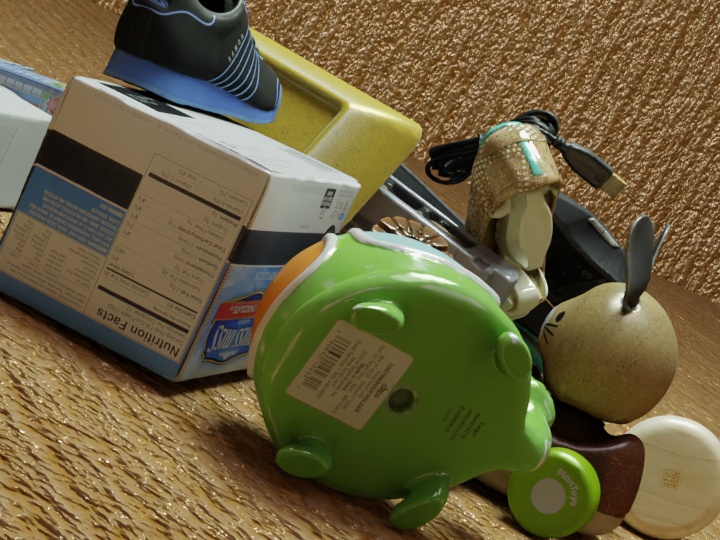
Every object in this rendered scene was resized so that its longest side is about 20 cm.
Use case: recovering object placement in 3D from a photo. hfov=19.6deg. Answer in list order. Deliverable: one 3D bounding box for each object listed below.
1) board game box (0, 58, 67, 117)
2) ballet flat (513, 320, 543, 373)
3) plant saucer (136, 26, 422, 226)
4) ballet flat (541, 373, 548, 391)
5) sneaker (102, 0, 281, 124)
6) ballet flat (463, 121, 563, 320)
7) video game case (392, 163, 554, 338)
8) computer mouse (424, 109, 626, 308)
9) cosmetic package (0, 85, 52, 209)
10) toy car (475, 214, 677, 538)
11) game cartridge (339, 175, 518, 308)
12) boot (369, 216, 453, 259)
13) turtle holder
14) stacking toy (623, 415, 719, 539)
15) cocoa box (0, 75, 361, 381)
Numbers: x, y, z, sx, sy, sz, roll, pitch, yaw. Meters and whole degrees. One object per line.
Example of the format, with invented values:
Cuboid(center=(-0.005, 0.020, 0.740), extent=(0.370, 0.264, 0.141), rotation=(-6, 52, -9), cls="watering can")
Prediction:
Cuboid(center=(-0.292, -0.132, 1.509), extent=(0.200, 0.062, 0.200), rotation=(20, 4, -1), cls="board game box")
Cuboid(center=(0.080, 0.060, 1.613), extent=(0.067, 0.070, 0.200), rotation=(56, -10, -26), cls="ballet flat")
Cuboid(center=(-0.095, -0.079, 1.401), extent=(0.200, 0.200, 0.048), rotation=(32, -18, 30), cls="plant saucer")
Cuboid(center=(0.070, 0.069, 1.517), extent=(0.200, 0.062, 0.067), rotation=(26, 6, -9), cls="ballet flat")
Cuboid(center=(-0.090, -0.140, 1.287), extent=(0.070, 0.078, 0.200), rotation=(23, 6, 16), cls="sneaker")
Cuboid(center=(0.102, -0.011, 1.435), extent=(0.070, 0.200, 0.065), rotation=(-18, 50, -14), cls="ballet flat")
Cuboid(center=(0.075, -0.012, 1.609), extent=(0.200, 0.026, 0.181), rotation=(44, -4, -6), cls="video game case")
Cuboid(center=(0.153, -0.041, 1.479), extent=(0.200, 0.046, 0.140), rotation=(45, -34, -16), cls="computer mouse")
Cuboid(center=(-0.280, -0.093, 1.326), extent=(0.102, 0.074, 0.200), rotation=(30, 6, 14), cls="cosmetic package")
Cuboid(center=(0.136, 0.052, 1.329), extent=(0.158, 0.200, 0.164), rotation=(30, 7, 14), cls="toy car")
Cuboid(center=(0.000, 0.000, 1.440), extent=(0.200, 0.133, 0.040), rotation=(38, 22, 18), cls="game cartridge")
Cuboid(center=(0.004, 0.065, 1.272), extent=(0.075, 0.107, 0.200), rotation=(26, 35, -5), cls="boot")
Cuboid(center=(0.028, 0.045, 1.130), extent=(0.185, 0.141, 0.132), rotation=(-1, 28, -15), cls="turtle holder")
Cuboid(center=(0.220, 0.142, 1.525), extent=(0.085, 0.085, 0.200), rotation=(28, 3, 5), cls="stacking toy")
Cuboid(center=(-0.106, -0.023, 1.228), extent=(0.133, 0.131, 0.200), rotation=(26, 7, 12), cls="cocoa box")
